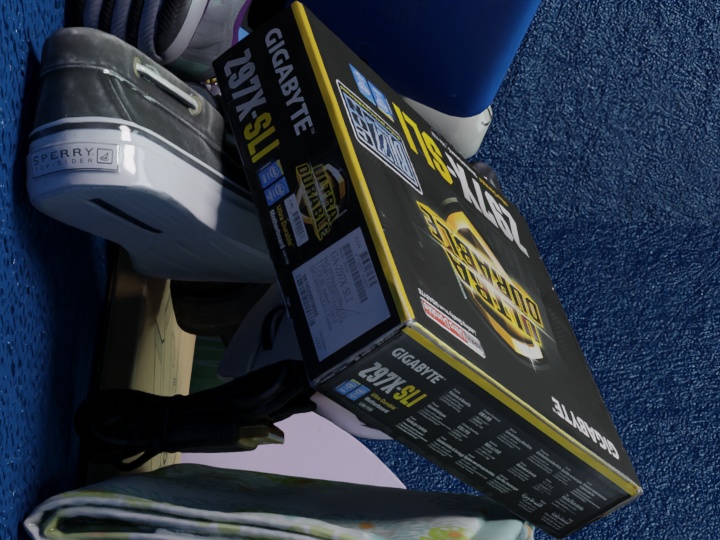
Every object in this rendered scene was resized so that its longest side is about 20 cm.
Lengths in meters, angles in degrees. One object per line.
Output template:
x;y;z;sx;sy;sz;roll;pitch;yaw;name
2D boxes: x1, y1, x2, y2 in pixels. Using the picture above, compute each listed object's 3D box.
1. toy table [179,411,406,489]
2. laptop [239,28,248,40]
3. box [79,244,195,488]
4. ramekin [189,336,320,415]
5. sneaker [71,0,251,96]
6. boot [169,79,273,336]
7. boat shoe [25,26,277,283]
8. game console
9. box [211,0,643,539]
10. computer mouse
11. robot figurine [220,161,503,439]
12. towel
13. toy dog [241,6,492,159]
-0.039;0.166;0.946;0.200;0.184;0.117;52;-22;14;toy table
-0.052;-0.191;1.005;0.200;0.103;0.178;-86;178;-66;laptop
-0.106;0.061;0.824;0.164;0.021;0.201;88;4;-59;box
-0.064;0.012;1.115;0.200;0.097;0.201;3;90;-89;ramekin
-0.056;-0.172;0.674;0.201;0.074;0.088;-70;158;-3;sneaker
-0.063;-0.085;0.791;0.200;0.069;0.175;-72;154;-54;boot
-0.067;-0.040;0.650;0.200;0.072;0.071;44;45;-72;boat shoe
0.019;-0.196;0.721;0.200;0.170;0.119;114;-1;-48;game console
0.029;0.005;0.667;0.200;0.049;0.160;37;25;-49;box
-0.031;0.024;0.734;0.200;0.109;0.044;-39;111;-53;computer mouse
0.001;0.000;0.954;0.125;0.150;0.201;-33;102;-48;robot figurine
-0.023;0.111;0.672;0.200;0.170;0.048;11;87;-76;towel
-0.007;-0.148;0.886;0.096;0.199;0.132;-51;-149;39;toy dog
